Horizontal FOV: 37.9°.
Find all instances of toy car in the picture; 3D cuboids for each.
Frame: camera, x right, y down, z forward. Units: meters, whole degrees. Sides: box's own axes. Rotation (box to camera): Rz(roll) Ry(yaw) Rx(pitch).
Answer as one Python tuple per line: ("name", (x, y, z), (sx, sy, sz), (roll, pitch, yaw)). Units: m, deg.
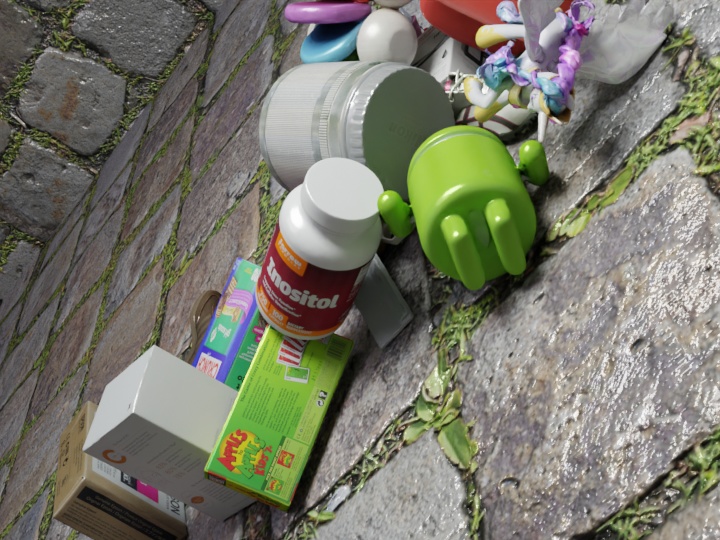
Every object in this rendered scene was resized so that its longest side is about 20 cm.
("toy car", (-0.022, -0.329, 1.295), (0.174, 0.149, 0.202), (22, 110, 51))

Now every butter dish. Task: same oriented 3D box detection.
("butter dish", (0.149, -0.336, 1.256), (0.148, 0.198, 0.201), (127, 164, -60))

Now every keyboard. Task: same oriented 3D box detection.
("keyboard", (0.000, 0.000, 1.221), (0.056, 0.011, 0.201), (-50, 49, 25))

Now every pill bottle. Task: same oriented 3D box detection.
("pill bottle", (-0.043, -0.023, 1.135), (0.201, 0.112, 0.114), (113, 171, -49))

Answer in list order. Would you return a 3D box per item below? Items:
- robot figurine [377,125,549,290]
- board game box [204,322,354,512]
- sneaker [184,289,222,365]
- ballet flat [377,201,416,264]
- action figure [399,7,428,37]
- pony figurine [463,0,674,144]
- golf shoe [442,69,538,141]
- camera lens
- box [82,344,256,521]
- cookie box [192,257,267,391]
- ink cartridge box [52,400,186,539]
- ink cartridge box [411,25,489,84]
("robot figurine", (0.109, -0.069, 1.055), (0.174, 0.116, 0.201), (-21, 34, 8))
("board game box", (-0.090, 0.156, 1.182), (0.048, 0.101, 0.201), (108, -176, -67))
("sneaker", (-0.213, 0.104, 1.574), (0.075, 0.071, 0.201), (-22, 41, 25))
("ballet flat", (0.019, -0.036, 1.261), (0.201, 0.074, 0.074), (-55, 23, 11))
("action figure", (0.056, -0.296, 1.477), (0.200, 0.149, 0.134), (-43, -12, -39))
("pony figurine", (0.187, -0.221, 1.036), (0.194, 0.166, 0.200), (-60, 23, 3))
("golf shoe", (0.138, -0.190, 1.192), (0.199, 0.088, 0.078), (-22, 39, 52))
("camera lens", (-0.009, -0.159, 1.210), (0.199, 0.160, 0.161), (10, 68, 49))
("box", (-0.203, 0.196, 1.242), (0.124, 0.199, 0.098), (-36, 31, 39))
("cookie box", (-0.152, 0.096, 1.390), (0.202, 0.075, 0.171), (-68, 22, -2))
("ink cartridge box", (-0.322, 0.286, 1.411), (0.075, 0.164, 0.200), (-50, 25, 10))
("ink cartridge box", (0.108, -0.264, 1.367), (0.116, 0.068, 0.201), (-37, 30, 39))
